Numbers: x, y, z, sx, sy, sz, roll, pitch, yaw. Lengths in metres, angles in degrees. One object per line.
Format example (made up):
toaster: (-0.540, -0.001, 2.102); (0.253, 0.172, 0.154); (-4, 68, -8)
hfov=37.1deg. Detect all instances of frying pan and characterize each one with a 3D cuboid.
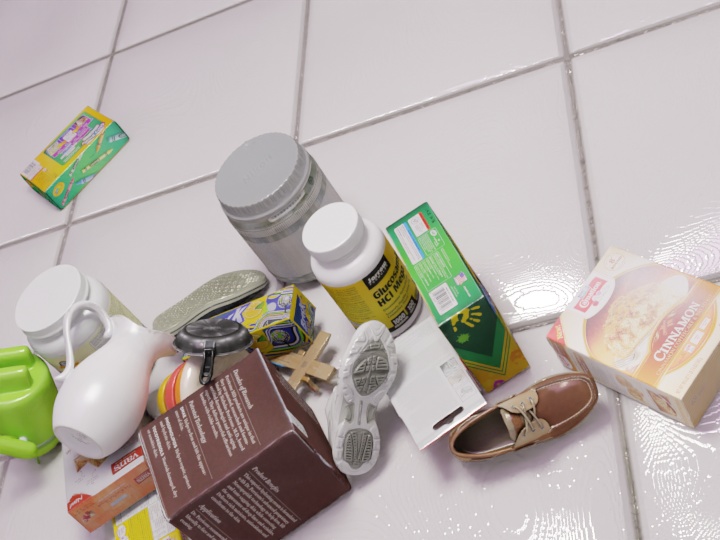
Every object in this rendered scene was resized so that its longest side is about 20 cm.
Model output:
frying pan: (-0.219, 0.103, 1.473); (0.114, 0.031, 0.190); (6, 17, 19)

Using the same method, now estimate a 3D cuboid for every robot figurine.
robot figurine: (-0.525, 0.209, 1.665); (0.114, 0.201, 0.176); (-10, 43, -6)

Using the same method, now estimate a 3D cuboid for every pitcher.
pitcher: (-0.378, 0.152, 1.541); (0.121, 0.170, 0.201); (-53, 10, 54)

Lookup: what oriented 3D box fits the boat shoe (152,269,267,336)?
boat shoe: (-0.233, 0.062, 1.697); (0.199, 0.063, 0.074); (-32, 37, -18)

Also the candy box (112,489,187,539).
candy box: (-0.294, 0.371, 1.502); (0.102, 0.026, 0.201); (-29, 44, 5)

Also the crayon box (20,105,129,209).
crayon box: (-0.570, -0.227, 2.144); (0.200, 0.058, 0.118); (-49, 46, -12)

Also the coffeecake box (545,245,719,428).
coffeecake box: (0.354, 0.076, 1.312); (0.199, 0.073, 0.154); (25, 71, 43)

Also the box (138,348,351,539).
box: (-0.153, 0.251, 1.414); (0.199, 0.166, 0.165); (-35, 43, 1)

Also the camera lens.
camera lens: (-0.112, -0.091, 1.646); (0.158, 0.200, 0.161); (-16, 48, 19)

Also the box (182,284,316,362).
box: (-0.166, 0.095, 1.594); (0.199, 0.064, 0.071); (-22, 40, 25)

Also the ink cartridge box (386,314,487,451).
ink cartridge box: (0.094, 0.155, 1.406); (0.109, 0.050, 0.200); (-35, 36, 3)

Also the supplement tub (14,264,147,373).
supplement tub: (-0.430, 0.099, 1.686); (0.144, 0.200, 0.146); (-17, 47, 19)

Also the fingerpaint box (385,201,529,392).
fingerpaint box: (0.128, 0.033, 1.419); (0.073, 0.167, 0.201); (-32, 43, 6)

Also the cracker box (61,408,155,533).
cracker box: (-0.369, 0.271, 1.586); (0.133, 0.058, 0.200); (-34, 34, 2)

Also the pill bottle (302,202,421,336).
pill bottle: (0.000, 0.000, 1.502); (0.111, 0.200, 0.113); (-17, 48, 19)

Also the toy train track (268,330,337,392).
toy train track: (-0.100, 0.137, 1.575); (0.199, 0.033, 0.115); (14, 63, 47)

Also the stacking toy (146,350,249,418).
stacking toy: (-0.249, 0.185, 1.580); (0.199, 0.146, 0.147); (-13, 46, 46)

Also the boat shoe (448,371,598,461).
boat shoe: (0.196, 0.184, 1.305); (0.199, 0.072, 0.076); (-30, 81, 15)

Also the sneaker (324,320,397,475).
sneaker: (-0.011, 0.160, 1.419); (0.099, 0.077, 0.202); (21, 98, 67)
